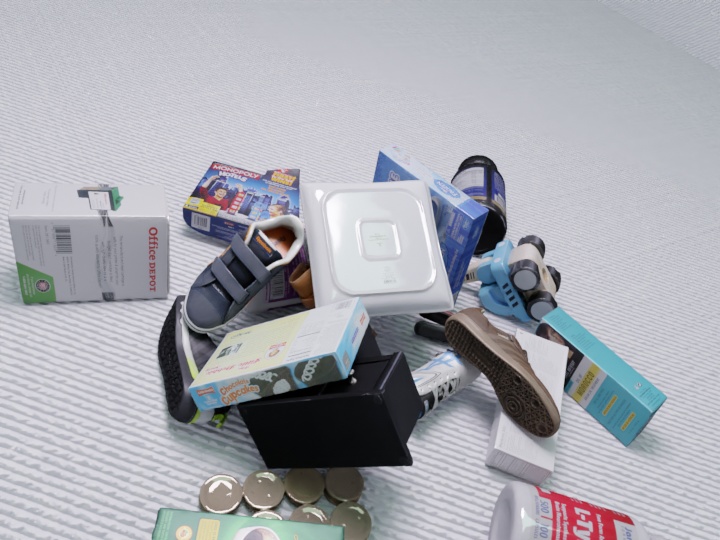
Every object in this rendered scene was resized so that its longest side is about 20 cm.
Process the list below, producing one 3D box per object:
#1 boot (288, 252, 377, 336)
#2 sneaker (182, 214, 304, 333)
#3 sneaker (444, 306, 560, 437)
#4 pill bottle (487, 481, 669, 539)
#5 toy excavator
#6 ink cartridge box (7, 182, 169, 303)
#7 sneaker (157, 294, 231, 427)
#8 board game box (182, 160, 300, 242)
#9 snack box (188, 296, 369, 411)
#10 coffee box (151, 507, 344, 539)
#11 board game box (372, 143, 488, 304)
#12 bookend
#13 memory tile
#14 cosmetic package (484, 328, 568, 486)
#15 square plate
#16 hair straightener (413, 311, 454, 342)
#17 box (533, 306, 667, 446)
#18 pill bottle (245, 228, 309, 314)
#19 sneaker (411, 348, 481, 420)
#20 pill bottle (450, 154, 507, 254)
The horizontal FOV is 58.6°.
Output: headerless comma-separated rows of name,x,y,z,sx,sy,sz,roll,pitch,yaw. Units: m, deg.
boot,0.000,0.000,0.921,0.073,0.155,0.201,1,48,55
sneaker,-0.151,-0.005,0.837,0.078,0.079,0.200,44,65,-2
sneaker,0.201,0.123,0.851,0.075,0.071,0.201,-22,62,-38
pill bottle,0.248,0.317,0.710,0.195,0.114,0.113,16,39,1
toy excavator,0.210,0.009,1.070,0.197,0.197,0.101,56,35,-20
ink cartridge box,-0.367,-0.038,0.892,0.195,0.149,0.085,-2,40,-20
sneaker,-0.212,0.121,0.838,0.081,0.072,0.203,16,37,-34
board game box,-0.179,-0.114,1.107,0.195,0.063,0.202,16,39,0
snack box,-0.093,0.097,0.750,0.195,0.038,0.117,-16,22,22
coffee box,-0.114,0.309,0.630,0.194,0.045,0.125,8,41,-8
board game box,0.091,-0.063,1.024,0.043,0.203,0.198,-27,54,-36
bookend,-0.009,0.131,0.768,0.196,0.094,0.199,-11,23,31
memory tile,-0.080,0.289,0.711,0.194,0.017,0.155,0,42,-17
cosmetic package,0.232,0.183,0.887,0.081,0.051,0.202,21,50,4
square plate,0.024,-0.037,0.873,0.194,0.029,0.203,-3,68,-17
hair straightener,0.172,0.120,0.980,0.196,0.041,0.078,23,52,1
box,0.342,0.153,0.951,0.048,0.084,0.200,-22,52,-35
pill bottle,-0.087,-0.006,0.972,0.195,0.114,0.113,-9,45,-27
sneaker,0.090,0.163,0.863,0.196,0.074,0.072,-17,34,-25
pill bottle,0.221,-0.133,1.217,0.109,0.114,0.202,15,39,0
